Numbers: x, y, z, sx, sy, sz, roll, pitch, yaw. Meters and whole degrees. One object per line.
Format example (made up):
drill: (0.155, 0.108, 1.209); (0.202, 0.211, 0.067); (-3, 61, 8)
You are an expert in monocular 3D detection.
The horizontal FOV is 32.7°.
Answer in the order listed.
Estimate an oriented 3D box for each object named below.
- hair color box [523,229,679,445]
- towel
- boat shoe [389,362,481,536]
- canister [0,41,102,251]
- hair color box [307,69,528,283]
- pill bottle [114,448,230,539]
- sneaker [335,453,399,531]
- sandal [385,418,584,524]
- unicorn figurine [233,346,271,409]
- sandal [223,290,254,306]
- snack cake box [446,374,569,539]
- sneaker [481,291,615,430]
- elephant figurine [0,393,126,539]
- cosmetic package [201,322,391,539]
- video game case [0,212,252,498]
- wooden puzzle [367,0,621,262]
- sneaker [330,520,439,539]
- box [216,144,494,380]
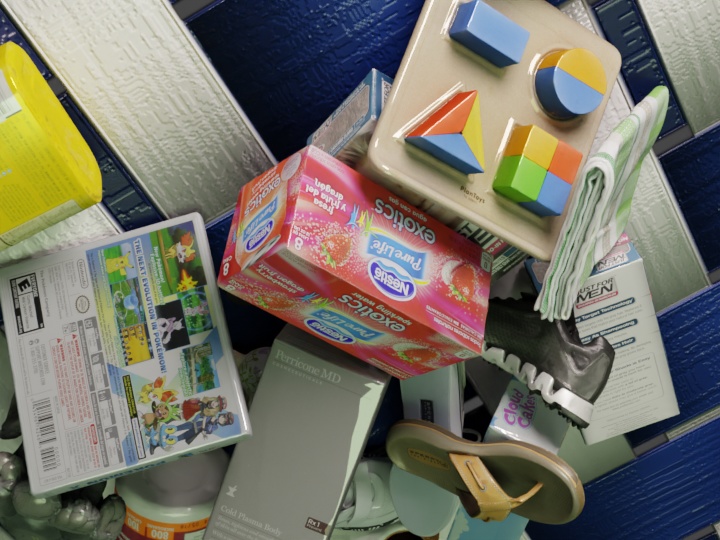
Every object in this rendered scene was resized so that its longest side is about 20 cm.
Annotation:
hair color box: (0.231, 0.065, 1.164); (0.099, 0.061, 0.201); (-20, 125, 4)
towel: (0.207, -0.058, 1.009); (0.031, 0.200, 0.150); (26, 124, 17)
boat shoe: (0.073, 0.148, 1.171); (0.074, 0.086, 0.204); (5, 105, 25)
canister: (-0.319, -0.071, 0.949); (0.199, 0.087, 0.149); (-26, 125, 5)
hair color box: (0.062, -0.072, 1.015); (0.199, 0.061, 0.100); (26, 134, -25)
pill bottle: (-0.184, 0.267, 1.183); (0.113, 0.114, 0.201); (2, 122, -12)
sneaker: (-0.026, 0.219, 1.176); (0.198, 0.115, 0.076); (-5, 84, -4)
sandal: (0.100, 0.183, 1.066); (0.199, 0.054, 0.081); (12, 130, 32)
unicorn figurine: (-0.040, 0.098, 1.121); (0.198, 0.074, 0.138); (-8, 114, 1)
sandal: (-0.023, -0.002, 1.078); (0.198, 0.045, 0.076); (-7, 125, -7)
snack cake box: (0.146, 0.182, 1.160); (0.067, 0.115, 0.201); (24, 136, 12)
sneaker: (0.143, 0.050, 1.080); (0.091, 0.200, 0.066); (-56, 146, 2)
elephant figurine: (-0.250, 0.135, 1.088); (0.154, 0.201, 0.142); (-2, 148, 24)
cosmetic package: (-0.052, 0.155, 1.056); (0.106, 0.090, 0.201); (20, 105, 5)
video game case: (-0.197, 0.067, 1.011); (0.181, 0.201, 0.022); (-16, 158, 0)
wooden puzzle: (0.116, -0.131, 0.950); (0.184, 0.046, 0.201); (26, 75, -25)
sneaker: (-0.015, 0.285, 1.250); (0.198, 0.085, 0.073); (-19, 127, 3)
box: (0.000, 0.000, 0.969); (0.199, 0.096, 0.099); (29, 147, -29)
